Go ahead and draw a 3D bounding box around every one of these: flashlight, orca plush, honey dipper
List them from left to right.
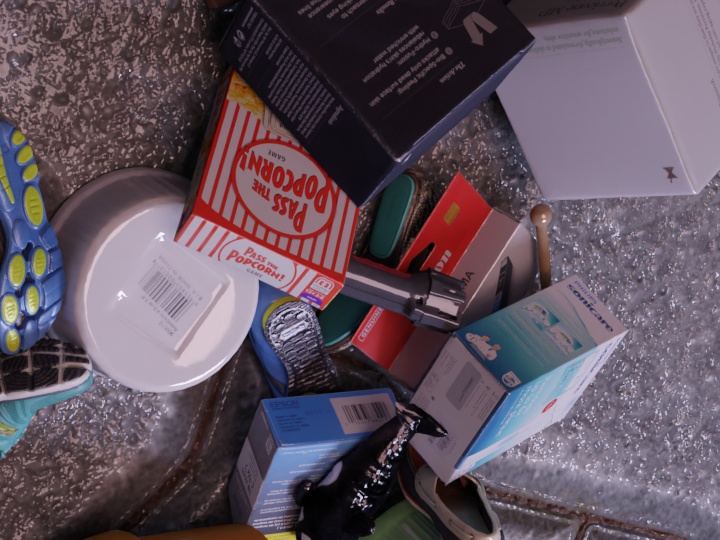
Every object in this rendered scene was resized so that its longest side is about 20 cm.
[{"bbox_3d":[0.000,0.000,1.600,0.198,0.068,0.068,18,81,-14],"label":"flashlight"},{"bbox_3d":[0.011,0.219,1.621,0.200,0.071,0.105,-42,140,17],"label":"orca plush"},{"bbox_3d":[0.189,0.013,1.748,0.038,0.038,0.201,-29,136,-19],"label":"honey dipper"}]

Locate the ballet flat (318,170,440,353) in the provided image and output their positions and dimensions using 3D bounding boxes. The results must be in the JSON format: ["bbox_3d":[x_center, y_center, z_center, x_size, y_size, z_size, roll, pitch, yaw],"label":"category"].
[{"bbox_3d":[0.027,0.001,1.691,0.075,0.068,0.202,30,85,-45],"label":"ballet flat"}]

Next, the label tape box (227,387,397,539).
[{"bbox_3d":[-0.052,0.209,1.682,0.143,0.064,0.201,-3,136,-27],"label":"label tape box"}]

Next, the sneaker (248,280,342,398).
[{"bbox_3d":[-0.068,0.081,1.660,0.065,0.079,0.202,-26,132,-14],"label":"sneaker"}]

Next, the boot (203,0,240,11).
[{"bbox_3d":[-0.081,-0.331,1.544,0.200,0.075,0.097,-41,120,-12],"label":"boot"}]

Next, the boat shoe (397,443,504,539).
[{"bbox_3d":[0.090,0.222,1.693,0.070,0.201,0.063,-7,126,-16],"label":"boat shoe"}]

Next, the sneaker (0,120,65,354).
[{"bbox_3d":[-0.311,-0.029,1.487,0.070,0.082,0.202,-15,97,-43],"label":"sneaker"}]

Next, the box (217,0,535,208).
[{"bbox_3d":[0.013,-0.202,1.534,0.200,0.117,0.196,48,62,3],"label":"box"}]

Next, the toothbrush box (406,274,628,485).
[{"bbox_3d":[0.149,0.105,1.680,0.199,0.085,0.147,-23,152,-45],"label":"toothbrush box"}]

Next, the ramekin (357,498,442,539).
[{"bbox_3d":[0.078,0.336,1.749,0.198,0.097,0.202,-17,122,-29],"label":"ramekin"}]

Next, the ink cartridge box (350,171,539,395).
[{"bbox_3d":[0.092,0.027,1.698,0.201,0.044,0.176,-57,147,-5],"label":"ink cartridge box"}]

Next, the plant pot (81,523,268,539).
[{"bbox_3d":[-0.167,0.325,1.596,0.182,0.199,0.203,-16,109,-36],"label":"plant pot"}]

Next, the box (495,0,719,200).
[{"bbox_3d":[0.257,-0.194,1.662,0.171,0.198,0.201,-44,119,-33],"label":"box"}]

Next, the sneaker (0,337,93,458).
[{"bbox_3d":[-0.321,0.121,1.507,0.198,0.078,0.080,-21,123,11],"label":"sneaker"}]

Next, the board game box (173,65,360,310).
[{"bbox_3d":[-0.073,-0.081,1.540,0.150,0.046,0.202,25,49,-17],"label":"board game box"}]

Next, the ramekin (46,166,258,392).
[{"bbox_3d":[-0.189,0.013,1.556,0.198,0.097,0.203,-7,105,-27],"label":"ramekin"}]
